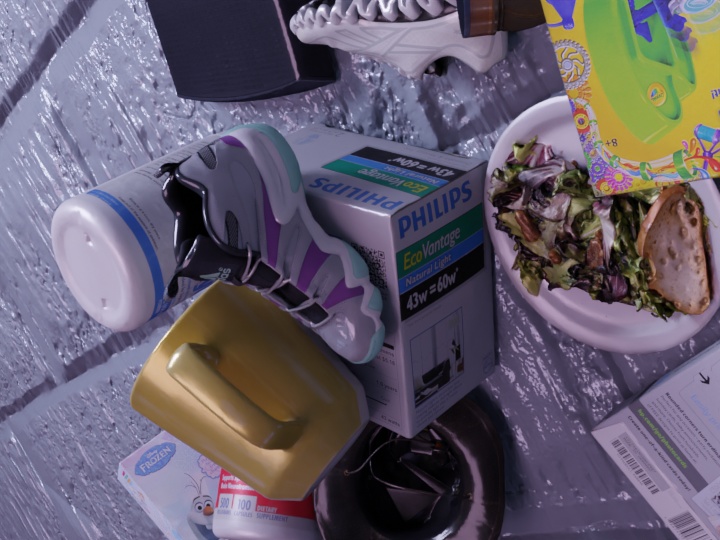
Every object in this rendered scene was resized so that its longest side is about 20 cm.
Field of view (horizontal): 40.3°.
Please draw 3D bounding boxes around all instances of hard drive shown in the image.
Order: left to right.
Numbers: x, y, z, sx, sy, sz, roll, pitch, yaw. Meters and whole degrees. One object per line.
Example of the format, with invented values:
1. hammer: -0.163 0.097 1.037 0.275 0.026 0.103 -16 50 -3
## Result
1. hard drive: -0.115 -0.215 0.877 0.199 0.042 0.136 5 117 45

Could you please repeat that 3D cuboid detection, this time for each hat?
1. hat: 0.047 0.191 0.921 0.198 0.081 0.203 1 95 10

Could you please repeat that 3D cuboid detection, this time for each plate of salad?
1. plate of salad: 0.165 -0.025 0.702 0.199 0.048 0.202 26 132 33

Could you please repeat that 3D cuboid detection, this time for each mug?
1. mug: -0.084 0.105 0.760 0.153 0.186 0.150 40 122 8

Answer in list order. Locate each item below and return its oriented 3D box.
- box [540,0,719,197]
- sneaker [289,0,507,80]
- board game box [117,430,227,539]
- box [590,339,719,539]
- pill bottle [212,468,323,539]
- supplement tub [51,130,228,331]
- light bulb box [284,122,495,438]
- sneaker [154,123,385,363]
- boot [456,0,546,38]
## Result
1. box: 0.204 -0.161 0.492 0.199 0.122 0.194 -9 109 38
2. sneaker: 0.025 -0.180 0.735 0.199 0.075 0.082 7 129 44
3. board game box: -0.118 0.227 1.044 0.199 0.199 0.044 45 145 16
4. box: 0.278 0.128 0.688 0.156 0.041 0.200 50 141 9
5. pill bottle: -0.077 0.166 0.967 0.112 0.112 0.202 -15 63 50
6. supplement tub: -0.176 -0.041 0.931 0.131 0.199 0.133 26 132 33
7. light bulb box: 0.000 0.000 0.831 0.197 0.124 0.202 19 126 38
8. sneaker: -0.078 0.001 0.704 0.201 0.139 0.078 56 139 5
9. boot: 0.104 -0.250 0.619 0.096 0.075 0.202 -3 93 2
